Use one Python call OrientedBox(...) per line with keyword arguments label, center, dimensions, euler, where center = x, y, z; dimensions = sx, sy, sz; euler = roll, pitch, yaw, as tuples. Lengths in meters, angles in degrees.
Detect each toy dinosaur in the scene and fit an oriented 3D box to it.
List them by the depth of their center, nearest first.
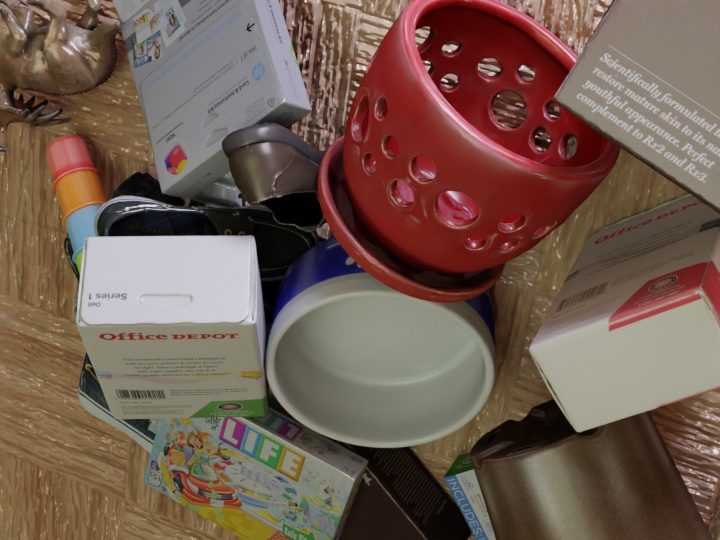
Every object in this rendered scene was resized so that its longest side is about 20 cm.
OrientedBox(label="toy dinosaur", center=(-0.285, -0.189, 1.298), dimensions=(0.198, 0.086, 0.137), euler=(-5, 109, 23))

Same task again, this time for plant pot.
OrientedBox(label="plant pot", center=(0.078, -0.090, 1.104), dimensions=(0.200, 0.200, 0.183), euler=(39, 131, 5))
OrientedBox(label="plant pot", center=(0.194, 0.211, 1.141), dimensions=(0.199, 0.200, 0.200), euler=(-19, 96, 31))

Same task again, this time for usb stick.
OrientedBox(label="usb stick", center=(-0.146, -0.022, 1.320), dimensions=(0.199, 0.055, 0.033), euler=(37, 134, 7))

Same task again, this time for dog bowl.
OrientedBox(label="dog bowl", center=(0.019, 0.062, 1.216), dimensions=(0.198, 0.079, 0.201), euler=(3, 134, 3))

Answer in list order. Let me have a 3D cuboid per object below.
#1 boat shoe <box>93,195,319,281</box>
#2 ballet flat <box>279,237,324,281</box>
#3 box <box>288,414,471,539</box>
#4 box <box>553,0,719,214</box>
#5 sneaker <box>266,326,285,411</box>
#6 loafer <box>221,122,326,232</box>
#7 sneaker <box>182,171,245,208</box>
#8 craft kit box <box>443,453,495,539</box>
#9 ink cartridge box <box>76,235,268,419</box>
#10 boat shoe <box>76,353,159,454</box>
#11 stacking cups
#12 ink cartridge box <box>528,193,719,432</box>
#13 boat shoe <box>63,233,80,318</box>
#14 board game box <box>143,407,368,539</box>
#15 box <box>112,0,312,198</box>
OrientedBox(label="boat shoe", center=(-0.130, -0.024, 1.200), dimensions=(0.198, 0.057, 0.069), euler=(6, 101, -13))
OrientedBox(label="ballet flat", center=(0.000, 0.000, 1.264), dimensions=(0.198, 0.046, 0.068), euler=(10, 117, 22))
OrientedBox(label="box", center=(0.004, 0.212, 1.343), dimensions=(0.200, 0.075, 0.100), euler=(49, 124, -4))
OrientedBox(label="box", center=(0.255, -0.148, 0.967), dimensions=(0.165, 0.200, 0.165), euler=(35, 107, 8))
OrientedBox(label="sneaker", center=(-0.123, 0.053, 1.339), dimensions=(0.115, 0.074, 0.201), euler=(-15, 113, 27))
OrientedBox(label="loafer", center=(-0.051, -0.063, 1.178), dimensions=(0.072, 0.199, 0.072), euler=(-16, 72, 28))
OrientedBox(label="sneaker", center=(-0.121, -0.105, 1.263), dimensions=(0.066, 0.091, 0.202), euler=(17, 98, -13))
OrientedBox(label="craft kit box", center=(0.205, 0.239, 1.276), dimensions=(0.196, 0.048, 0.201), euler=(-20, 102, 34))
OrientedBox(label="ink cartridge box", center=(-0.154, 0.052, 1.193), dimensions=(0.143, 0.085, 0.201), euler=(-1, 152, -1))
OrientedBox(label="boat shoe", center=(-0.200, 0.129, 1.402), dimensions=(0.199, 0.071, 0.092), euler=(24, 125, 17))
OrientedBox(label="stacking cups", center=(-0.257, -0.032, 1.323), dimensions=(0.060, 0.060, 0.201), euler=(-39, 65, 33))
OrientedBox(label="ink cartridge box", center=(0.230, 0.023, 1.073), dimensions=(0.145, 0.200, 0.085), euler=(-22, 107, 32))
OrientedBox(label="boat shoe", center=(-0.247, 0.044, 1.360), dimensions=(0.201, 0.060, 0.074), euler=(58, 156, 16))
OrientedBox(label="board game box", center=(-0.103, 0.191, 1.320), dimensions=(0.199, 0.034, 0.135), euler=(27, 122, 12))
OrientedBox(label="box", center=(-0.131, -0.188, 1.192), dimensions=(0.155, 0.041, 0.202), euler=(-32, 65, 33))
